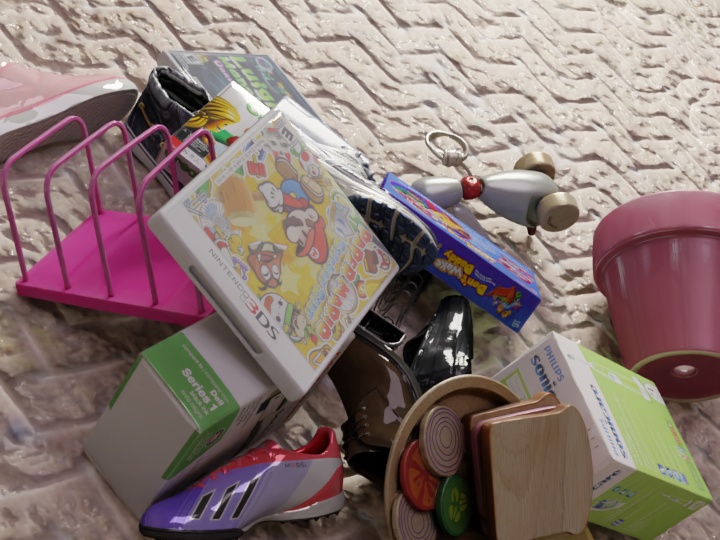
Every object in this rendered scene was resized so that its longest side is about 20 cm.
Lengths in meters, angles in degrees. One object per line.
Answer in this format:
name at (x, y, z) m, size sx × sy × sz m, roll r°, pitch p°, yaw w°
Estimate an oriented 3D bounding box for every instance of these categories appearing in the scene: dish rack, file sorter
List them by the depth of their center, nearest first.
file sorter at (-0.196, -0.053, 1.137) m, size 0.198 × 0.127 × 0.139 m, roll 9°, pitch 34°, yaw 22°
dish rack at (0.000, 0.000, 1.332) m, size 0.153 × 0.055 × 0.200 m, roll 35°, pitch 40°, yaw 2°

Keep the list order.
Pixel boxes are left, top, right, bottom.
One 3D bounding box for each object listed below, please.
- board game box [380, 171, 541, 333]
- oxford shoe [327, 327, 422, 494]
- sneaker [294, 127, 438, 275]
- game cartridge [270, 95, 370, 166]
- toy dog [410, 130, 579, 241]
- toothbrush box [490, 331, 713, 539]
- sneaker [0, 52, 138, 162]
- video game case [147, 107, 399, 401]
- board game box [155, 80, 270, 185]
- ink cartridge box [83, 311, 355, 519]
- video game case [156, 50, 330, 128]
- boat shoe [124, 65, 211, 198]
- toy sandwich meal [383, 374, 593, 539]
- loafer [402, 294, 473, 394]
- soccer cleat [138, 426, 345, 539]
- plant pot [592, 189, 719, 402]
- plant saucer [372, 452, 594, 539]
board game box at (0.096, -0.023, 1.370) m, size 0.199 × 0.045 × 0.135 m, roll 35°, pitch 12°, yaw -3°
oxford shoe at (0.013, 0.129, 1.125) m, size 0.084 × 0.073 × 0.201 m, roll -16°, pitch 60°, yaw -40°
sneaker at (-0.008, -0.074, 1.196) m, size 0.199 × 0.077 × 0.086 m, roll 32°, pitch 41°, yaw -8°
game cartridge at (-0.071, -0.085, 1.291) m, size 0.133 × 0.041 × 0.200 m, roll 40°, pitch 44°, yaw -3°
toy dog at (0.151, -0.075, 1.497) m, size 0.197 × 0.097 × 0.133 m, roll 12°, pitch 45°, yaw -1°
toothbrush box at (0.234, 0.164, 1.245) m, size 0.199 × 0.086 × 0.147 m, roll 27°, pitch 33°, yaw -46°
sneaker at (-0.321, -0.180, 1.285) m, size 0.199 × 0.076 × 0.105 m, roll -26°, pitch 71°, yaw -41°
video game case at (-0.064, -0.020, 1.066) m, size 0.183 × 0.023 × 0.200 m, roll 52°, pitch 38°, yaw -11°
board game box at (-0.082, -0.082, 1.232) m, size 0.199 × 0.035 × 0.126 m, roll 38°, pitch 44°, yaw 0°
ink cartridge box at (-0.116, 0.100, 1.085) m, size 0.084 × 0.146 × 0.199 m, roll 48°, pitch 43°, yaw 12°
video game case at (-0.107, -0.169, 1.427) m, size 0.181 × 0.023 × 0.201 m, roll -9°, pitch 54°, yaw -53°
boat shoe at (-0.161, -0.115, 1.312) m, size 0.200 × 0.091 × 0.071 m, roll 44°, pitch 41°, yaw 13°
toy sandwich meal at (0.109, 0.181, 1.072) m, size 0.203 × 0.070 × 0.208 m, roll 3°, pitch 86°, yaw -37°
loafer at (0.077, 0.076, 1.278) m, size 0.069 × 0.069 × 0.201 m, roll -2°, pitch 21°, yaw 8°
soccer cleat at (-0.096, 0.178, 1.064) m, size 0.198 × 0.068 × 0.074 m, roll -4°, pitch 96°, yaw -40°
plant pot at (0.358, 0.039, 1.435) m, size 0.198 × 0.200 × 0.181 m, roll 16°, pitch 59°, yaw -19°
plant saucer at (0.106, 0.222, 1.184) m, size 0.198 × 0.049 × 0.201 m, roll -1°, pitch 51°, yaw -32°
